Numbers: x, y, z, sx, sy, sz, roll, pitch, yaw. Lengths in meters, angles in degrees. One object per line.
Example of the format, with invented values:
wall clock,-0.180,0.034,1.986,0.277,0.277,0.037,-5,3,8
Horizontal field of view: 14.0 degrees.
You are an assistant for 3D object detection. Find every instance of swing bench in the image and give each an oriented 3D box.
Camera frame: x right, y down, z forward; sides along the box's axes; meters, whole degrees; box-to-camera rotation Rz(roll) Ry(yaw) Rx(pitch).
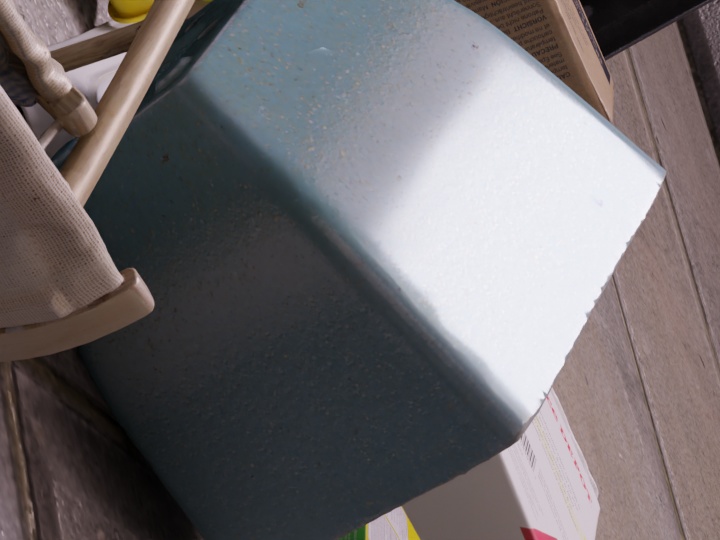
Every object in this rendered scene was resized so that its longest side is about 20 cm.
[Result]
swing bench,-0.166,-0.096,1.059,0.201,0.129,0.199,-85,152,-48

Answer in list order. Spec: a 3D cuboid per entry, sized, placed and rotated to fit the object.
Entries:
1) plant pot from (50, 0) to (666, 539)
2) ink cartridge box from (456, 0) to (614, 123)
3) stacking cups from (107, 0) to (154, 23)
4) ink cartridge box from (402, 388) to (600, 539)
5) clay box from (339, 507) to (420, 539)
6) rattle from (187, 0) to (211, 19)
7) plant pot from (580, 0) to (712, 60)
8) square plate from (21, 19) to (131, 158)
plant pot,-0.023,-0.020,1.287,0.200,0.196,0.197,46,43,-12
ink cartridge box,0.023,-0.128,1.645,0.075,0.199,0.165,-74,142,-66
stacking cups,-0.152,-0.212,1.421,0.200,0.060,0.061,53,20,-30
ink cartridge box,0.074,0.128,1.713,0.200,0.083,0.146,-63,131,-71
clay box,0.025,0.204,1.501,0.115,0.047,0.201,-87,154,-58
rattle,-0.031,-0.190,1.522,0.143,0.199,0.131,57,47,-60
plant pot,0.171,-0.307,2.502,0.200,0.199,0.178,55,9,-43
square plate,-0.095,-0.023,1.411,0.198,0.028,0.201,-44,113,-75
